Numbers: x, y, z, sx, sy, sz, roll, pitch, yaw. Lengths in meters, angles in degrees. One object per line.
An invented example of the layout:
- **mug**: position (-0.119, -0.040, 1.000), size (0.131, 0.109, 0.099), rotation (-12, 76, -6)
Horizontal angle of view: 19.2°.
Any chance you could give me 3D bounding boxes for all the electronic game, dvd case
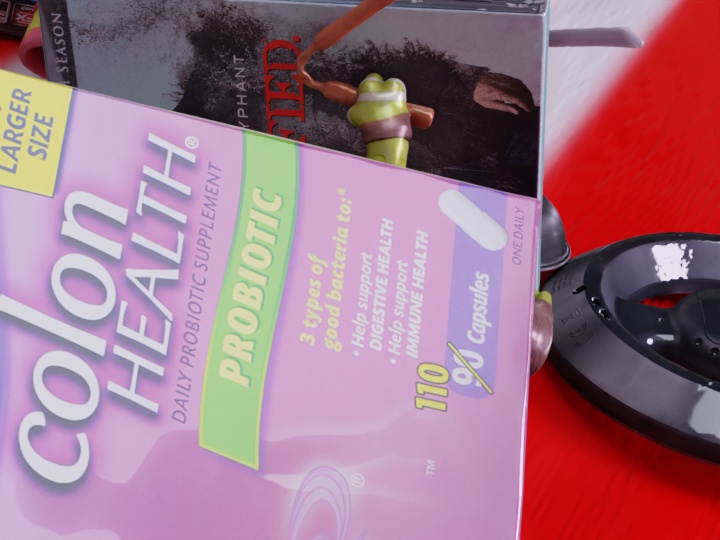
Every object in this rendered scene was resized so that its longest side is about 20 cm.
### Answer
- **electronic game**: position (0.179, 0.037, 0.984), size (0.198, 0.042, 0.200), rotation (9, 28, -4)
- **dvd case**: position (-0.025, -0.051, 0.856), size (0.198, 0.147, 0.022), rotation (5, 38, 7)

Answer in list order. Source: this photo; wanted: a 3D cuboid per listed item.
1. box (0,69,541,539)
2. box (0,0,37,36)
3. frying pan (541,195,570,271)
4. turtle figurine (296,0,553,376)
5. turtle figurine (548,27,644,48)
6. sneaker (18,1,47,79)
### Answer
- **box**: position (-0.052, 0.050, 0.698), size (0.199, 0.097, 0.177), rotation (13, 60, -11)
- **box**: position (-0.162, -0.186, 1.148), size (0.199, 0.050, 0.199), rotation (8, 34, -18)
- **frying pan**: position (0.013, -0.041, 1.031), size (0.189, 0.031, 0.115), rotation (19, 20, 8)
- **turtle figurine**: position (0.000, 0.000, 0.824), size (0.161, 0.200, 0.064), rotation (31, 12, -29)
- **turtle figurine**: position (-0.012, -0.102, 0.918), size (0.193, 0.200, 0.144), rotation (27, 34, -15)
- **sneaker**: position (-0.124, -0.131, 1.013), size (0.090, 0.078, 0.201), rotation (-17, 61, -13)
